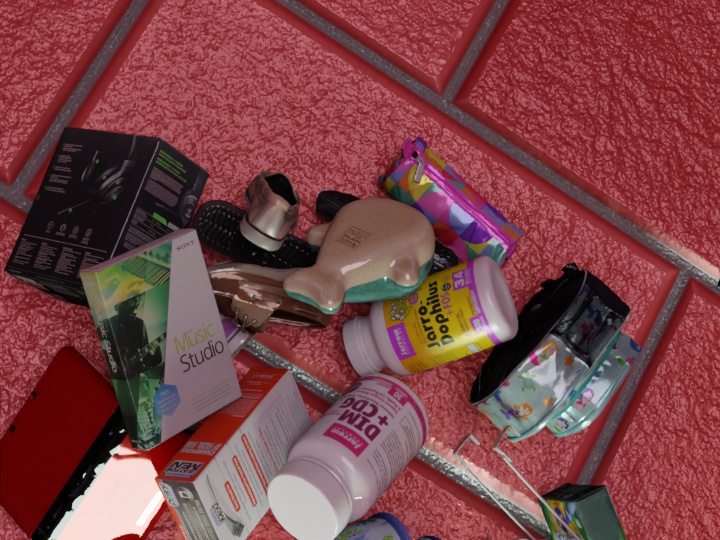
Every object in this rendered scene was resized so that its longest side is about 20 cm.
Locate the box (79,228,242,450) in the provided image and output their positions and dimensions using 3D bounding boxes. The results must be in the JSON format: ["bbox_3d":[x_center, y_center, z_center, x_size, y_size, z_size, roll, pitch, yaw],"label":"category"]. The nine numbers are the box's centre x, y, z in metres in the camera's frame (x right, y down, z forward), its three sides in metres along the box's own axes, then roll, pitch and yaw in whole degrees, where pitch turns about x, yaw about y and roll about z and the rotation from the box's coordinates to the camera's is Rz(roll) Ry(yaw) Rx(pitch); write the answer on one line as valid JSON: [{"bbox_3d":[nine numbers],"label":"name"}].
[{"bbox_3d":[-0.212,0.072,1.324,0.144,0.036,0.203,-28,107,-44],"label":"box"}]

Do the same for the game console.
[{"bbox_3d":[-0.304,0.217,1.395,0.171,0.119,0.201,27,104,-36],"label":"game console"}]

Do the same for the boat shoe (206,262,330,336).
[{"bbox_3d":[-0.123,0.036,1.414,0.197,0.076,0.073,1,73,-13],"label":"boat shoe"}]

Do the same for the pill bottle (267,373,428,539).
[{"bbox_3d":[-0.014,0.216,1.406,0.114,0.113,0.200,49,43,-2],"label":"pill bottle"}]

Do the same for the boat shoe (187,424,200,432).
[{"bbox_3d":[-0.213,0.221,1.443,0.199,0.073,0.063,37,118,-10],"label":"boat shoe"}]

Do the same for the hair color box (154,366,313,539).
[{"bbox_3d":[-0.135,0.213,1.383,0.200,0.063,0.112,-49,128,-45],"label":"hair color box"}]

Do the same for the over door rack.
[{"bbox_3d":[0.185,0.290,1.465,0.066,0.148,0.201,-32,90,-20],"label":"over door rack"}]

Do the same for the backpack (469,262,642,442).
[{"bbox_3d":[0.230,0.118,1.485,0.151,0.178,0.200,46,69,0],"label":"backpack"}]

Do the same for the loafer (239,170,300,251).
[{"bbox_3d":[-0.097,-0.083,1.432,0.071,0.200,0.063,29,108,-10],"label":"loafer"}]

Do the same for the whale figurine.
[{"bbox_3d":[0.000,0.000,1.399,0.158,0.105,0.200,23,43,29],"label":"whale figurine"}]

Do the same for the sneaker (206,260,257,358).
[{"bbox_3d":[-0.199,0.072,1.454,0.114,0.073,0.201,44,63,0],"label":"sneaker"}]

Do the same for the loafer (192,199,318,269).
[{"bbox_3d":[-0.116,-0.031,1.485,0.199,0.071,0.073,36,96,-23],"label":"loafer"}]

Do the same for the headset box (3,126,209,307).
[{"bbox_3d":[-0.287,-0.062,1.394,0.093,0.172,0.203,34,70,-49],"label":"headset box"}]

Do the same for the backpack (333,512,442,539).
[{"bbox_3d":[0.039,0.381,1.403,0.145,0.183,0.202,-21,79,-23],"label":"backpack"}]

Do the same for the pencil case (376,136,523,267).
[{"bbox_3d":[0.112,-0.078,1.536,0.200,0.088,0.089,41,75,-6],"label":"pencil case"}]

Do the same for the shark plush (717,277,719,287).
[{"bbox_3d":[0.580,0.039,1.636,0.197,0.091,0.084,7,110,-16],"label":"shark plush"}]

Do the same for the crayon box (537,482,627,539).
[{"bbox_3d":[0.293,0.363,1.487,0.051,0.126,0.202,-21,86,-14],"label":"crayon box"}]

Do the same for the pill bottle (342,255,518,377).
[{"bbox_3d":[0.081,0.063,1.464,0.198,0.104,0.106,-21,85,19],"label":"pill bottle"}]

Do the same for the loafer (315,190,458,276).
[{"bbox_3d":[0.026,-0.031,1.519,0.199,0.068,0.071,31,111,4],"label":"loafer"}]
